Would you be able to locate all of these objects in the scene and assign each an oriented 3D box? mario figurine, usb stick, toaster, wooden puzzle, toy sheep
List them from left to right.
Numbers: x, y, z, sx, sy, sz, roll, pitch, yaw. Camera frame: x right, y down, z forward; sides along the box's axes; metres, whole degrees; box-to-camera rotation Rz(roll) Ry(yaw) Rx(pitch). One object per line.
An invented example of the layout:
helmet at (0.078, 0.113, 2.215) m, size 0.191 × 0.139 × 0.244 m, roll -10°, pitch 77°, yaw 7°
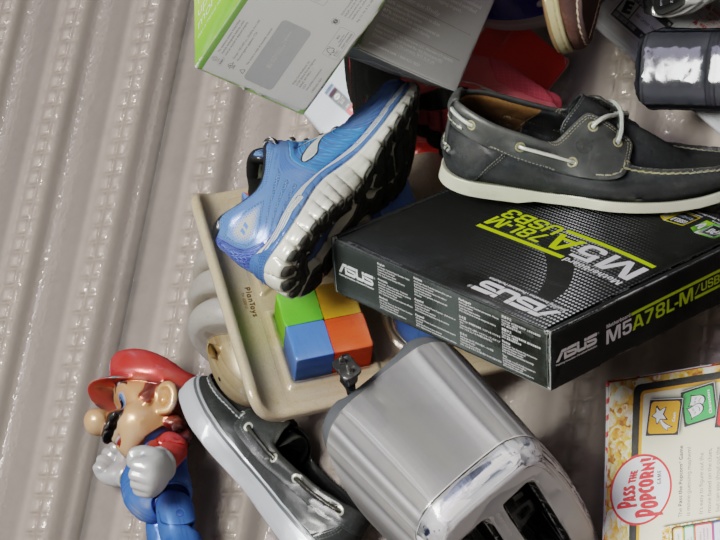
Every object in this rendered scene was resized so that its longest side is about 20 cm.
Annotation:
mario figurine at (-0.170, 0.150, 1.491) m, size 0.123 × 0.106 × 0.201 m, roll -31°, pitch 54°, yaw 28°
toy sheep at (-0.057, 0.010, 1.451) m, size 0.137 × 0.138 × 0.201 m, roll -9°, pitch 48°, yaw 37°
wooden puzzle at (0.000, 0.000, 1.364) m, size 0.046 × 0.199 × 0.186 m, roll 104°, pitch 152°, yaw -54°
toaster at (0.064, 0.134, 1.240) m, size 0.114 × 0.200 × 0.129 m, roll -39°, pitch 46°, yaw -8°
usb stick at (0.267, -0.127, 1.270) m, size 0.199 × 0.033 × 0.056 m, roll 4°, pitch 81°, yaw 33°

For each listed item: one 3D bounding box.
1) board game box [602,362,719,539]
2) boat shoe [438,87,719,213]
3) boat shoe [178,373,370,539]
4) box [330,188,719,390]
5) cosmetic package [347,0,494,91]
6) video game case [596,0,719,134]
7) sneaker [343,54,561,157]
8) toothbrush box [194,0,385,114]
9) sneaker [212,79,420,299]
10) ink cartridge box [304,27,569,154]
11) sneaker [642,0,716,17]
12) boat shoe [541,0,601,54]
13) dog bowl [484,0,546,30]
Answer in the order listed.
board game box at (0.239, 0.128, 1.197) m, size 0.199 × 0.046 × 0.152 m, roll -11°, pitch 63°, yaw 36°
boat shoe at (0.151, -0.078, 1.297) m, size 0.199 × 0.072 × 0.068 m, roll 7°, pitch 114°, yaw 6°
boat shoe at (-0.059, 0.135, 1.434) m, size 0.057 × 0.069 × 0.200 m, roll -49°, pitch 54°, yaw 9°
box at (0.116, -0.006, 1.280) m, size 0.200 × 0.193 × 0.048 m, roll 25°, pitch 125°, yaw 45°
cosmetic package at (0.049, -0.228, 1.332) m, size 0.107 × 0.090 × 0.201 m, roll 23°, pitch 94°, yaw 65°
video game case at (0.270, -0.186, 1.339) m, size 0.182 × 0.023 × 0.200 m, roll -50°, pitch 46°, yaw 10°
sneaker at (0.065, -0.123, 1.432) m, size 0.200 × 0.087 × 0.074 m, roll 31°, pitch 129°, yaw 46°
toothbrush box at (-0.041, -0.227, 1.313) m, size 0.146 × 0.086 × 0.201 m, roll -51°, pitch 28°, yaw 35°
sneaker at (-0.028, -0.071, 1.336) m, size 0.089 × 0.079 × 0.200 m, roll 26°, pitch 49°, yaw 20°
ink cartridge box at (0.041, -0.147, 1.494) m, size 0.162 × 0.050 × 0.200 m, roll -52°, pitch 44°, yaw 9°
sneaker at (0.261, -0.205, 1.295) m, size 0.200 × 0.092 × 0.076 m, roll -23°, pitch 60°, yaw 59°
boat shoe at (0.162, -0.239, 1.325) m, size 0.072 × 0.072 × 0.201 m, roll 3°, pitch 70°, yaw 20°
dog bowl at (0.111, -0.279, 1.438) m, size 0.199 × 0.079 × 0.201 m, roll -7°, pitch 71°, yaw 20°
